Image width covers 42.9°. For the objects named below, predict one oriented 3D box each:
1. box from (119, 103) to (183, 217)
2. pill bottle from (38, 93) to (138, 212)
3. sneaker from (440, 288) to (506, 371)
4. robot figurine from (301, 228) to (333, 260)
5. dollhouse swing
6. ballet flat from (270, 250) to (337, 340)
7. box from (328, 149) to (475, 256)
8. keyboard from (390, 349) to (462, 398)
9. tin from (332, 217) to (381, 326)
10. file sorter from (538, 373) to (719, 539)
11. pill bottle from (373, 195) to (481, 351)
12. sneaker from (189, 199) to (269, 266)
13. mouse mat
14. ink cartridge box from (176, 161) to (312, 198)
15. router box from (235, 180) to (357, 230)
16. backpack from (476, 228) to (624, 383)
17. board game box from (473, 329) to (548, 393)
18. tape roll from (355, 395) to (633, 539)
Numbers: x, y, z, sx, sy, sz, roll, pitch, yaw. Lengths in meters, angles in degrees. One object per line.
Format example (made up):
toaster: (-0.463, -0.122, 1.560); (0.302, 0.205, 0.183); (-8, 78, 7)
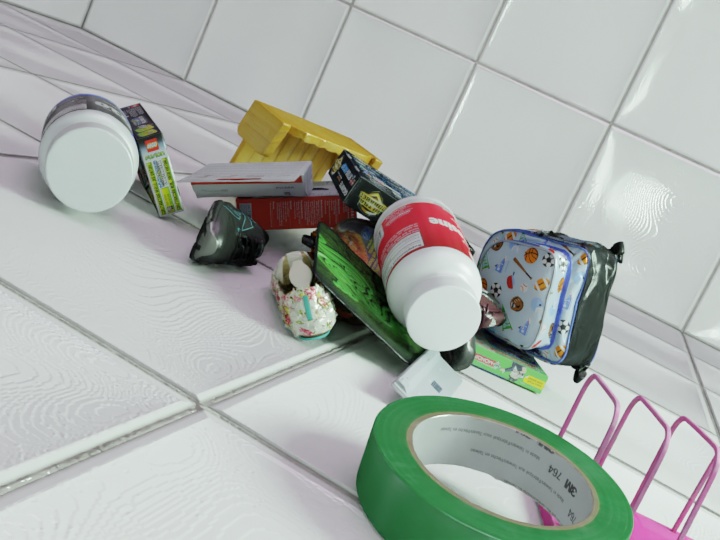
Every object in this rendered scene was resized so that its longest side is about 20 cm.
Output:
box: (-0.290, -0.156, 1.263); (0.034, 0.111, 0.200); (-18, 25, -14)
pill bottle: (-0.322, -0.140, 1.086); (0.113, 0.115, 0.200); (21, 12, -23)
sneaker: (0.145, 0.063, 1.175); (0.115, 0.076, 0.201); (19, 29, -21)
robot figurine: (0.009, -0.015, 1.338); (0.198, 0.059, 0.145); (18, 13, 26)
dollhouse swing: (-0.111, -0.161, 1.538); (0.199, 0.177, 0.182); (18, 16, -35)
ballet flat: (-0.065, 0.014, 1.033); (0.075, 0.065, 0.200); (-15, 21, -10)
box: (0.055, -0.084, 1.284); (0.199, 0.046, 0.159); (31, 13, -19)
keyboard: (0.075, 0.120, 0.985); (0.056, 0.011, 0.200); (51, 16, 5)
tin: (0.000, 0.000, 1.187); (0.111, 0.042, 0.200); (24, 34, 4)
file sorter: (0.271, 0.195, 0.802); (0.198, 0.126, 0.139); (25, 10, 0)
pill bottle: (0.080, 0.003, 1.083); (0.111, 0.113, 0.201); (22, 26, -19)
sneaker: (-0.153, -0.042, 1.115); (0.079, 0.076, 0.200); (27, 11, -5)
mouse mat: (0.018, 0.036, 1.059); (0.200, 0.008, 0.161); (43, 18, -18)
ink cartridge box: (-0.155, -0.118, 1.278); (0.161, 0.058, 0.200); (-1, 18, 4)
router box: (-0.095, -0.103, 1.424); (0.177, 0.049, 0.200); (-2, 12, -2)
backpack: (0.241, 0.030, 1.274); (0.153, 0.202, 0.190); (13, 6, -35)
board game box: (0.153, 0.099, 1.269); (0.198, 0.029, 0.135); (25, 11, -7)
tape roll: (0.097, 0.163, 0.673); (0.198, 0.049, 0.201); (16, 17, -5)
